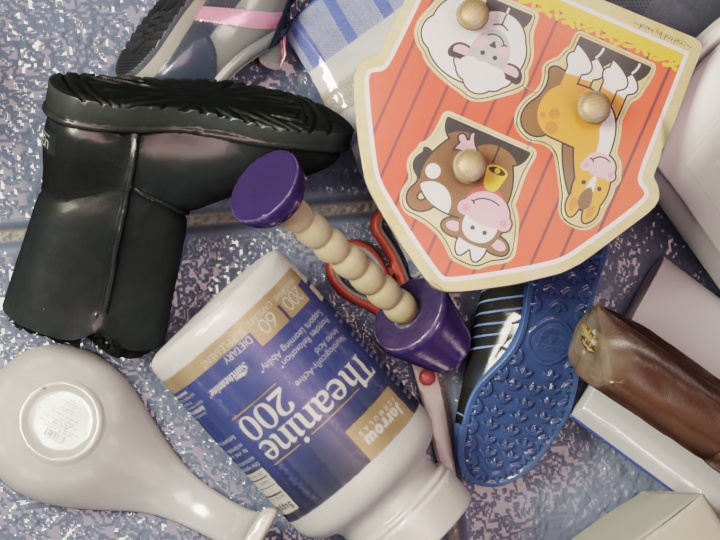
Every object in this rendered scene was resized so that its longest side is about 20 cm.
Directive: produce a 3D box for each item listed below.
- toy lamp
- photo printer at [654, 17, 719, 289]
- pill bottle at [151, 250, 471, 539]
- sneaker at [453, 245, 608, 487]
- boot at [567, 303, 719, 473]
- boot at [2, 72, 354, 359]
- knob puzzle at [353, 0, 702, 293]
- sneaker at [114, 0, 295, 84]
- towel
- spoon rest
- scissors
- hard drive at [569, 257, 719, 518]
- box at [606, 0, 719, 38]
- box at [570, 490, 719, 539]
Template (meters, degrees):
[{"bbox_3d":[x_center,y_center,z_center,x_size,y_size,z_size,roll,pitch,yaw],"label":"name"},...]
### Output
[{"bbox_3d":[0.000,0.000,1.543,0.058,0.058,0.200,-54,129,-9],"label":"toy lamp"},{"bbox_3d":[0.261,-0.082,1.584,0.166,0.069,0.200,-43,133,0],"label":"photo printer"},{"bbox_3d":[-0.026,0.095,1.556,0.111,0.111,0.200,-43,95,-10],"label":"pill bottle"},{"bbox_3d":[0.106,0.039,1.613,0.070,0.078,0.200,16,105,-15],"label":"sneaker"},{"bbox_3d":[0.213,0.106,1.510,0.200,0.186,0.064,37,101,-18],"label":"boot"},{"bbox_3d":[-0.115,-0.031,1.548,0.200,0.076,0.169,3,114,-20],"label":"boot"},{"bbox_3d":[0.087,-0.080,1.488,0.219,0.030,0.220,0,85,0],"label":"knob puzzle"},{"bbox_3d":[-0.067,-0.175,1.596,0.082,0.070,0.200,44,82,-23],"label":"sneaker"},{"bbox_3d":[0.035,-0.100,1.562,0.024,0.147,0.200,-23,85,-40],"label":"towel"},{"bbox_3d":[-0.147,0.122,1.567,0.200,0.061,0.099,30,80,6],"label":"spoon rest"},{"bbox_3d":[0.045,0.055,1.622,0.073,0.014,0.200,-28,91,-13],"label":"scissors"},{"bbox_3d":[0.246,0.101,1.633,0.200,0.025,0.132,36,60,-7],"label":"hard drive"},{"bbox_3d":[0.214,-0.222,1.589,0.200,0.051,0.158,30,89,-28],"label":"box"},{"bbox_3d":[0.208,0.251,1.585,0.109,0.128,0.200,-33,93,-12],"label":"box"}]
